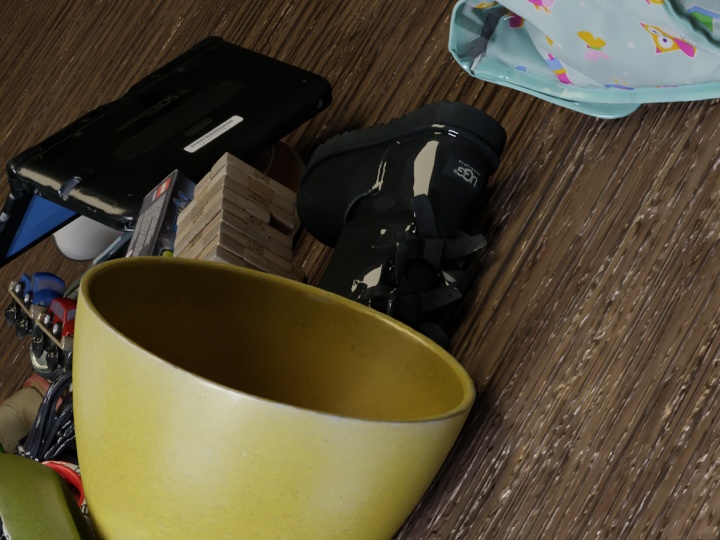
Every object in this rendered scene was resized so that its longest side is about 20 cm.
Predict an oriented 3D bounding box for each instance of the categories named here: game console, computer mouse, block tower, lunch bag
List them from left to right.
[{"bbox_3d":[-0.155,0.104,1.631,0.139,0.053,0.200,-55,-11,19],"label":"computer mouse"},{"bbox_3d":[-0.136,-0.060,1.801,0.175,0.117,0.200,22,44,35],"label":"game console"},{"bbox_3d":[-0.076,0.025,1.545,0.054,0.058,0.201,-45,26,35],"label":"block tower"},{"bbox_3d":[0.146,-0.176,1.412,0.200,0.122,0.171,-7,48,57],"label":"lunch bag"}]

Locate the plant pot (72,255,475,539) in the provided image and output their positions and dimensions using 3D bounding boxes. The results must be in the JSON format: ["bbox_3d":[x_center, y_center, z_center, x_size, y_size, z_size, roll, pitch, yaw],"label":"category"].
[{"bbox_3d":[-0.058,0.096,1.328,0.200,0.199,0.143,-114,39,-69],"label":"plant pot"}]

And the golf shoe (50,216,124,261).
[{"bbox_3d":[-0.165,-0.070,2.009,0.200,0.078,0.095,-45,20,22],"label":"golf shoe"}]

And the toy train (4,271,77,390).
[{"bbox_3d":[-0.196,0.041,1.799,0.200,0.034,0.046,36,111,60],"label":"toy train"}]

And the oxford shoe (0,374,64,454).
[{"bbox_3d":[-0.226,0.121,1.786,0.075,0.071,0.200,-38,2,-21],"label":"oxford shoe"}]

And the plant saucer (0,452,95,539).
[{"bbox_3d":[-0.131,0.175,1.335,0.031,0.201,0.200,-25,19,-4],"label":"plant saucer"}]

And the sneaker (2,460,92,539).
[{"bbox_3d":[-0.151,0.141,1.530,0.067,0.108,0.201,-43,20,2],"label":"sneaker"}]

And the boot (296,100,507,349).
[{"bbox_3d":[0.000,0.001,1.514,0.198,0.073,0.163,-24,39,58],"label":"boot"}]

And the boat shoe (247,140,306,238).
[{"bbox_3d":[-0.087,-0.026,1.752,0.076,0.072,0.201,-38,23,34],"label":"boat shoe"}]

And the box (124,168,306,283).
[{"bbox_3d":[-0.096,0.038,1.597,0.035,0.110,0.201,-39,22,31],"label":"box"}]

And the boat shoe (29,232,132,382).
[{"bbox_3d":[-0.170,0.007,1.865,0.200,0.062,0.073,-39,58,26],"label":"boat shoe"}]

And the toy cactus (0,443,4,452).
[{"bbox_3d":[-0.258,0.186,1.696,0.165,0.102,0.200,-46,-4,-34],"label":"toy cactus"}]
